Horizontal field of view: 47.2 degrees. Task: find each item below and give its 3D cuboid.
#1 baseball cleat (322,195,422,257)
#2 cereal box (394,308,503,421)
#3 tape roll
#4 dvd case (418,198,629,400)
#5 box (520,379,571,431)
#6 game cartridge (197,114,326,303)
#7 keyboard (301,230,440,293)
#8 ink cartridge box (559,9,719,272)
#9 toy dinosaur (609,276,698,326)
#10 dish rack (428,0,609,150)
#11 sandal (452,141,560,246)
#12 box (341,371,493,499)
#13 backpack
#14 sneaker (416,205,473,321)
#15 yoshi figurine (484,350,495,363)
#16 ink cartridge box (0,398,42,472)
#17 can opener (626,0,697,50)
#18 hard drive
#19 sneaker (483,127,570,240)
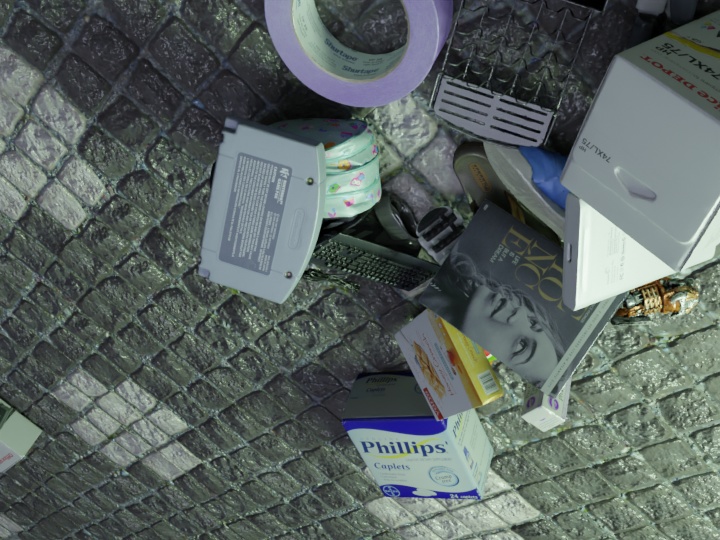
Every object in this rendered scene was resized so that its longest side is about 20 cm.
[{"bbox_3d":[-0.007,-0.072,1.104,0.199,0.070,0.107,21,131,-8],"label":"baseball cleat"},{"bbox_3d":[0.115,0.125,1.127,0.145,0.039,0.200,64,161,10],"label":"cereal box"},{"bbox_3d":[-0.002,-0.283,0.900,0.198,0.066,0.201,13,135,13],"label":"tape roll"},{"bbox_3d":[0.186,0.031,0.963,0.199,0.016,0.149,36,97,20],"label":"dvd case"},{"bbox_3d":[0.245,0.108,1.046,0.039,0.201,0.041,34,138,-12],"label":"box"},{"bbox_3d":[-0.111,-0.067,0.961,0.132,0.041,0.201,19,113,9],"label":"game cartridge"},{"bbox_3d":[0.000,0.000,1.079,0.199,0.021,0.127,17,148,-39],"label":"keyboard"},{"bbox_3d":[0.318,-0.127,0.763,0.147,0.199,0.147,43,142,26],"label":"ink cartridge box"},{"bbox_3d":[0.289,0.015,0.979,0.198,0.136,0.103,13,133,3],"label":"toy dinosaur"},{"bbox_3d":[0.155,-0.225,0.859,0.152,0.055,0.201,20,120,8],"label":"dish rack"},{"bbox_3d":[0.176,-0.069,1.019,0.081,0.055,0.200,-16,122,35],"label":"sandal"},{"bbox_3d":[0.094,0.268,1.334,0.183,0.105,0.201,-8,126,30],"label":"box"},{"bbox_3d":[-0.073,-0.120,1.023,0.198,0.167,0.127,2,126,15],"label":"backpack"},{"bbox_3d":[0.145,0.012,1.038,0.075,0.201,0.081,-30,158,7],"label":"sneaker"},{"bbox_3d":[0.184,0.059,1.127,0.113,0.112,0.200,66,154,17],"label":"yoshi figurine"},{"bbox_3d":[-0.846,0.353,1.868,0.200,0.084,0.144,44,134,-15],"label":"ink cartridge box"},{"bbox_3d":[0.290,-0.228,0.810,0.053,0.067,0.201,15,135,13],"label":"can opener"},{"bbox_3d":[0.306,-0.046,0.889,0.026,0.199,0.133,42,144,53],"label":"hard drive"},{"bbox_3d":[0.240,-0.112,0.941,0.200,0.111,0.077,47,173,16],"label":"sneaker"}]
